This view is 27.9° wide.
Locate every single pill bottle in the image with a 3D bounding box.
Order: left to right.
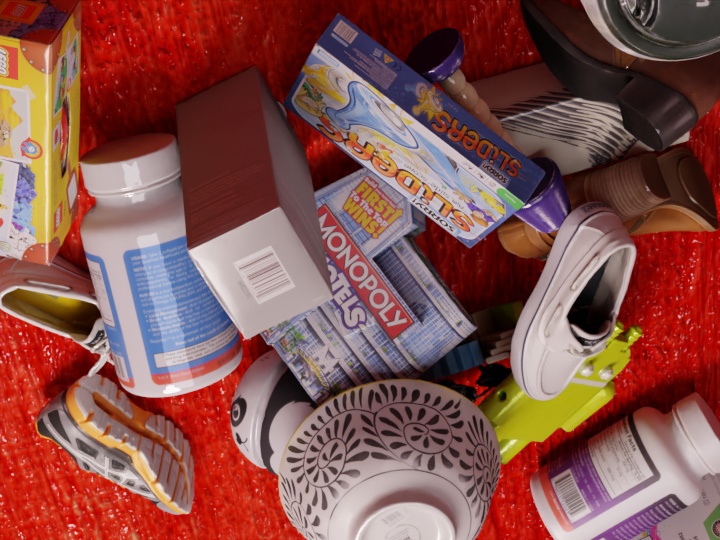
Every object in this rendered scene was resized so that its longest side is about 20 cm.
[{"bbox_3d":[-0.171,-0.007,1.214,0.111,0.112,0.202,-11,109,-3],"label":"pill bottle"},{"bbox_3d":[0.287,0.213,1.521,0.199,0.112,0.111,-33,128,16],"label":"pill bottle"}]

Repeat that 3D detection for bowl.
[{"bbox_3d":[0.032,0.202,1.239,0.198,0.095,0.203,-4,121,-7],"label":"bowl"}]

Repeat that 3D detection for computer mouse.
[{"bbox_3d":[0.087,0.129,1.452,0.199,0.047,0.140,-29,157,29],"label":"computer mouse"}]

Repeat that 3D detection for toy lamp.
[{"bbox_3d":[0.109,-0.107,1.168,0.058,0.058,0.200,-31,124,14],"label":"toy lamp"}]

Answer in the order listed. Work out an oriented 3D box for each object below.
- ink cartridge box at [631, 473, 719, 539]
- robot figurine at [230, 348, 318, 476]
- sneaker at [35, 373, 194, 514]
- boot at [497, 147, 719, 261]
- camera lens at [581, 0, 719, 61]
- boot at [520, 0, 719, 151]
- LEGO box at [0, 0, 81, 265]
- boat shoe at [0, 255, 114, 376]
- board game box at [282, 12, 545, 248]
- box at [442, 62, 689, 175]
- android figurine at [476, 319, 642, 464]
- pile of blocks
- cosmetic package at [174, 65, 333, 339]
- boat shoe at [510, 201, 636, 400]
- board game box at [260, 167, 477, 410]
[{"bbox_3d":[0.329,0.301,1.580,0.199,0.146,0.084,-28,129,12],"label":"ink cartridge box"},{"bbox_3d":[-0.028,0.147,1.350,0.125,0.198,0.152,25,84,-64],"label":"robot figurine"},{"bbox_3d":[-0.232,0.174,1.408,0.077,0.079,0.200,-22,128,24],"label":"sneaker"},{"bbox_3d":[0.229,-0.048,1.314,0.154,0.078,0.199,-24,169,33],"label":"boot"},{"bbox_3d":[0.216,-0.262,1.054,0.158,0.201,0.161,-6,130,-7],"label":"camera lens"},{"bbox_3d":[0.250,-0.215,1.164,0.200,0.188,0.069,-42,142,-8],"label":"boot"},{"bbox_3d":[-0.297,-0.118,1.117,0.147,0.078,0.202,11,128,2],"label":"LEGO box"},{"bbox_3d":[-0.234,0.048,1.287,0.201,0.087,0.075,29,118,-30],"label":"boat shoe"},{"bbox_3d":[0.038,-0.106,1.150,0.199,0.035,0.135,37,161,-3],"label":"board game box"},{"bbox_3d":[0.175,-0.133,1.239,0.198,0.069,0.083,-17,130,1],"label":"box"},{"bbox_3d":[0.185,0.114,1.391,0.200,0.041,0.181,-43,152,19],"label":"android figurine"},{"bbox_3d":[0.103,0.059,1.377,0.198,0.082,0.063,-18,90,0],"label":"pile of blocks"},{"bbox_3d":[-0.087,-0.059,1.159,0.089,0.201,0.107,-25,128,7],"label":"cosmetic package"},{"bbox_3d":[0.186,0.041,1.235,0.071,0.066,0.202,0,126,-28],"label":"boat shoe"},{"bbox_3d":[0.000,0.000,1.257,0.199,0.201,0.062,-40,168,7],"label":"board game box"}]
